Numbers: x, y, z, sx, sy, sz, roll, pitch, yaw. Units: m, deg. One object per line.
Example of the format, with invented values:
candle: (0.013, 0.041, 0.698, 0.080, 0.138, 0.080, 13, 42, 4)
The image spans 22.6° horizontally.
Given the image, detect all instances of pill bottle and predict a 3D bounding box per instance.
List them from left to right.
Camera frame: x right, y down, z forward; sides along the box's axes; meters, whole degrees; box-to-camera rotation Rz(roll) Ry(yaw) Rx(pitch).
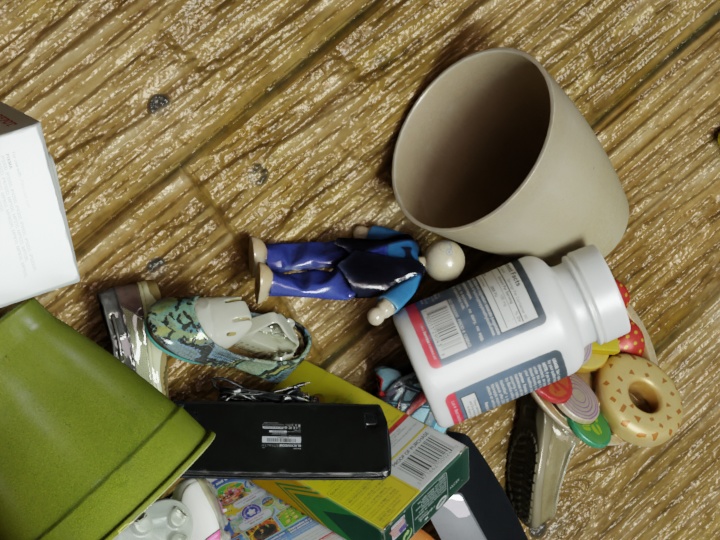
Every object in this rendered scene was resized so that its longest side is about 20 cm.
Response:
pill bottle: (0.142, 0.056, 1.675, 0.200, 0.120, 0.120, -22, 112, 0)

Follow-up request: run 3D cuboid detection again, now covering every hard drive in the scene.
hard drive: (0.125, 0.266, 1.797, 0.042, 0.135, 0.200, -20, 116, 19)

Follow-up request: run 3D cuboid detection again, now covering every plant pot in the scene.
plant pot: (-0.258, 0.133, 1.500, 0.200, 0.200, 0.193, -42, 93, -11)
plant pot: (0.164, -0.085, 1.720, 0.200, 0.187, 0.188, 30, 89, -42)

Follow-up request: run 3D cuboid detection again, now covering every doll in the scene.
doll: (0.000, 0.000, 1.679, 0.199, 0.137, 0.049, -4, 130, -12)

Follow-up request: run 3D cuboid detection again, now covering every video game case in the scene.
video game case: (-0.072, 0.243, 1.663, 0.143, 0.200, 0.018, -28, 135, -15)

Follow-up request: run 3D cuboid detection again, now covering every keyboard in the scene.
keyboard: (-0.073, 0.151, 1.643, 0.199, 0.104, 0.040, 2, 146, -5)

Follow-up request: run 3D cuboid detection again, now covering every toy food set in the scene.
toy food set: (0.229, 0.084, 1.794, 0.198, 0.049, 0.200, 6, 64, -35)

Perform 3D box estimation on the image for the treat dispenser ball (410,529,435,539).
treat dispenser ball: (0.003, 0.330, 1.716, 0.200, 0.201, 0.201, -6, 105, -24)

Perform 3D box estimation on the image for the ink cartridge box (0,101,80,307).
ink cartridge box: (-0.355, -0.040, 1.488, 0.200, 0.145, 0.145, -20, 110, -19)

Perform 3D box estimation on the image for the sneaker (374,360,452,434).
sneaker: (0.040, 0.133, 1.767, 0.095, 0.079, 0.200, 39, 77, -16)

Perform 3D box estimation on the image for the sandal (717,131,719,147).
sandal: (0.470, -0.135, 1.898, 0.200, 0.079, 0.087, -19, 114, -11)

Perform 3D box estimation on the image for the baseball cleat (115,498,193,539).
baseball cleat: (-0.227, 0.278, 1.562, 0.070, 0.106, 0.200, 45, 67, -10)

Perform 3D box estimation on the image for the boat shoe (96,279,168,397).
boat shoe: (-0.209, 0.109, 1.641, 0.066, 0.072, 0.201, -3, 101, -11)

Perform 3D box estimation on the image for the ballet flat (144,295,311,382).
ballet flat: (-0.113, 0.052, 1.634, 0.200, 0.074, 0.074, 18, 95, -57)

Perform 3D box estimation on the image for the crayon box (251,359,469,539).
crayon box: (-0.014, 0.173, 1.674, 0.127, 0.200, 0.051, -40, 142, -32)

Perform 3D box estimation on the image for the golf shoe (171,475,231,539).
golf shoe: (-0.166, 0.282, 1.605, 0.092, 0.073, 0.201, 1, 98, -29)

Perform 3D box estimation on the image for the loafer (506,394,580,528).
loafer: (0.197, 0.167, 1.838, 0.067, 0.076, 0.201, 3, 101, -19)
